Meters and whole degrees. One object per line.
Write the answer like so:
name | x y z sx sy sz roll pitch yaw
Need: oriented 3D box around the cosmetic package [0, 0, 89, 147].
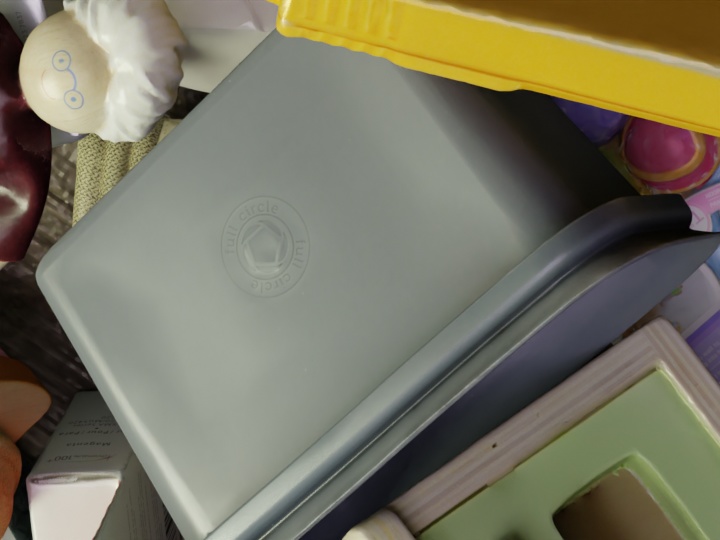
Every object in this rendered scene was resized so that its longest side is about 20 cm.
cosmetic package | -0.192 -0.074 0.798 0.198 0.113 0.082 -15 105 12

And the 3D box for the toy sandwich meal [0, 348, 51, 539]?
toy sandwich meal | -0.207 0.093 0.767 0.205 0.205 0.070 -40 73 16

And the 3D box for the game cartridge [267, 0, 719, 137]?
game cartridge | 0.075 -0.110 0.680 0.198 0.177 0.033 12 130 0

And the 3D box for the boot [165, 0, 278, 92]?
boot | 0.008 -0.116 0.781 0.198 0.073 0.091 0 74 6

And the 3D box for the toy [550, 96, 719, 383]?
toy | 0.108 -0.036 0.809 0.115 0.047 0.200 -42 99 15

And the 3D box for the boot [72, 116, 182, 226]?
boot | -0.032 0.030 0.835 0.154 0.073 0.201 2 119 12

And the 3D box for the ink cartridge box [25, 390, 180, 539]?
ink cartridge box | -0.099 0.170 0.832 0.043 0.174 0.202 -2 107 7

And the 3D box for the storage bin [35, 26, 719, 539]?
storage bin | 0.000 0.000 0.713 0.200 0.145 0.135 -41 77 21

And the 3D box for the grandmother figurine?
grandmother figurine | -0.149 -0.046 0.716 0.198 0.061 0.122 -17 116 14

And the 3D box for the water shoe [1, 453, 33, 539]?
water shoe | -0.190 0.068 0.864 0.078 0.072 0.201 -24 103 14

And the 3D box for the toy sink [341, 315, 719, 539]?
toy sink | 0.056 0.130 0.727 0.199 0.112 0.131 -31 77 -24
